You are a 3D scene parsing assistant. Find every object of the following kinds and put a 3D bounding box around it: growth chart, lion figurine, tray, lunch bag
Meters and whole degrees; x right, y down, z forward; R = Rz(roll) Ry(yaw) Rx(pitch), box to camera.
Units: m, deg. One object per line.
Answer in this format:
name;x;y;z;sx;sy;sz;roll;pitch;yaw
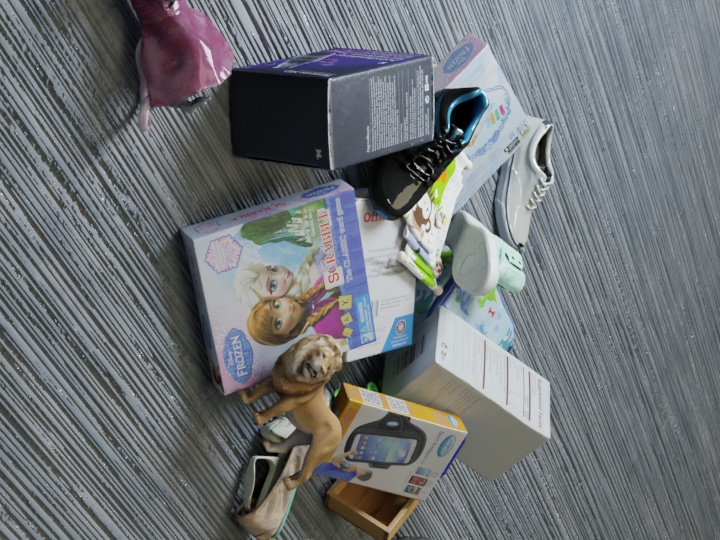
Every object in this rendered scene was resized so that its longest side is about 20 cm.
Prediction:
growth chart;0.091;-0.083;1.767;0.145;0.018;0.201;31;71;-57
lion figurine;-0.062;0.162;1.609;0.122;0.073;0.200;-28;135;-11
tray;0.049;0.265;1.869;0.200;0.098;0.037;-46;157;-38
lunch bag;0.135;0.082;1.959;0.161;0.082;0.200;-50;134;-31

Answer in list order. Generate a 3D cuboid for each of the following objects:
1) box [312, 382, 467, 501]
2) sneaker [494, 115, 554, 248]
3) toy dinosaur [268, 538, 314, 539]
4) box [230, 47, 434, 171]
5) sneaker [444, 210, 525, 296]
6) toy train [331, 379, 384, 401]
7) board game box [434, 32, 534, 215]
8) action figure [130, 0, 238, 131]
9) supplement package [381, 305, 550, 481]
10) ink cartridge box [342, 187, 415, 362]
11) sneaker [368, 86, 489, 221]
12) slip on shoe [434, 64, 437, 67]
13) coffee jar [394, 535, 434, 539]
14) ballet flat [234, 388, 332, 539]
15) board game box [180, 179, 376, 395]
box;0.041;0.222;1.765;0.200;0.042;0.119;19;115;-24
sneaker;0.246;-0.129;2.062;0.073;0.071;0.201;-14;110;-52
toy dinosaur;-0.133;0.364;1.668;0.200;0.086;0.136;32;62;-36
box;-0.030;-0.188;1.598;0.200;0.148;0.105;-22;116;-50
sneaker;0.179;-0.005;1.824;0.118;0.201;0.074;33;107;-18
toy train;0.017;0.177;1.839;0.200;0.042;0.057;-5;70;-54
board game box;0.119;-0.176;1.824;0.200;0.043;0.199;-46;144;-4
action figure;-0.205;-0.266;1.408;0.149;0.134;0.200;-28;117;3
supplement package;0.141;0.164;1.846;0.200;0.117;0.117;36;33;-19
ink cartridge box;0.000;0.000;1.744;0.144;0.084;0.201;-10;107;-53
sneaker;0.080;-0.147;1.676;0.073;0.082;0.200;40;70;-20
slip on shoe;0.113;-0.233;1.861;0.200;0.074;0.061;6;115;-54
coffee jar;0.069;0.484;1.969;0.104;0.085;0.201;-17;112;-55
ballet flat;-0.096;0.226;1.694;0.067;0.068;0.200;30;71;-25
board game box;-0.089;0.019;1.591;0.199;0.041;0.201;-19;117;-20
